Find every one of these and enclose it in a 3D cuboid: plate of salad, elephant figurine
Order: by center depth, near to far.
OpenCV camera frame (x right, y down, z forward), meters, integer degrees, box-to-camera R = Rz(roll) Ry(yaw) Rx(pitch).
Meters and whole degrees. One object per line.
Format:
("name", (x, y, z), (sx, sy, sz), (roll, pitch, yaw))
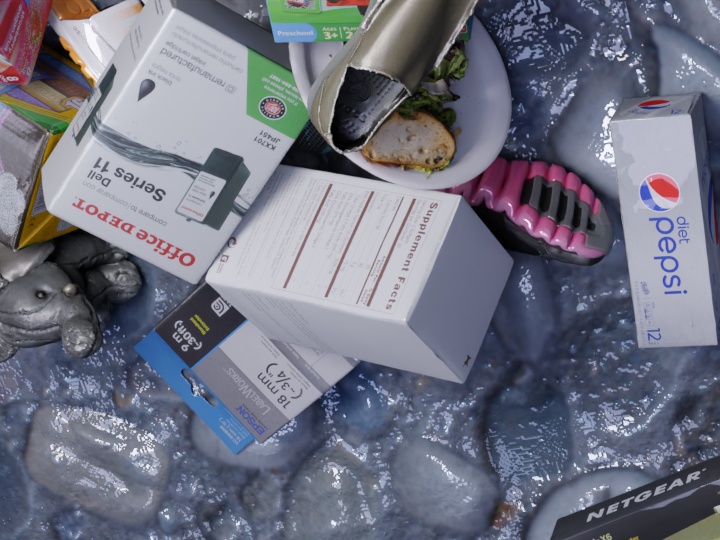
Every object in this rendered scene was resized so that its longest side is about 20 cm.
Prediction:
("plate of salad", (0.038, -0.159, 1.506), (0.200, 0.200, 0.048), (45, 144, -4))
("elephant figurine", (-0.285, 0.020, 1.676), (0.155, 0.200, 0.142), (-40, 97, 27))

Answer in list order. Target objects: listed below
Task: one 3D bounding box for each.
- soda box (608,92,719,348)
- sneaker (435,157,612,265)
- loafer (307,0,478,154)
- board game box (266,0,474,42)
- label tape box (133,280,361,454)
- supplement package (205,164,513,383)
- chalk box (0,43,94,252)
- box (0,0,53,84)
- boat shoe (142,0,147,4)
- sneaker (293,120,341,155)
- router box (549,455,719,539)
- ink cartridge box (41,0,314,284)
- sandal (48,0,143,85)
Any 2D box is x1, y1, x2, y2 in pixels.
("soda box", (0.252, -0.040, 1.558), (0.068, 0.063, 0.200), (-4, 110, 20))
("sneaker", (0.111, -0.045, 1.599), (0.200, 0.079, 0.095), (22, 139, 8))
("loafer", (0.031, -0.158, 1.372), (0.075, 0.070, 0.200), (21, 123, -20))
("board game box", (-0.002, -0.247, 1.373), (0.151, 0.037, 0.200), (0, 139, 10))
("label tape box", (-0.105, 0.075, 1.720), (0.144, 0.063, 0.200), (47, 117, -5))
("supplement package", (0.000, 0.000, 1.551), (0.200, 0.117, 0.117), (12, 159, 33))
("chalk box", (-0.315, -0.128, 1.656), (0.200, 0.124, 0.125), (34, 121, 21))
("box", (-0.301, -0.263, 1.561), (0.095, 0.100, 0.200), (8, 71, 13))
("boat shoe", (-0.191, -0.295, 1.587), (0.071, 0.070, 0.200), (-13, 107, 22))
("sneaker", (-0.036, -0.182, 1.587), (0.091, 0.078, 0.200), (-1, 110, 22))
("router box", (0.289, 0.259, 1.678), (0.200, 0.052, 0.157), (-26, 102, 25))
("ink cartridge box", (-0.143, -0.109, 1.529), (0.147, 0.083, 0.200), (27, 110, -22))
("sandal", (-0.222, -0.216, 1.626), (0.207, 0.079, 0.059), (46, 120, -3))
